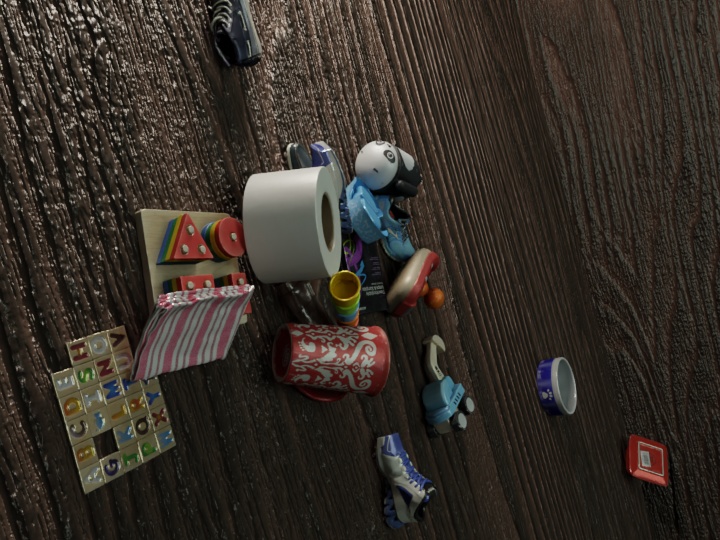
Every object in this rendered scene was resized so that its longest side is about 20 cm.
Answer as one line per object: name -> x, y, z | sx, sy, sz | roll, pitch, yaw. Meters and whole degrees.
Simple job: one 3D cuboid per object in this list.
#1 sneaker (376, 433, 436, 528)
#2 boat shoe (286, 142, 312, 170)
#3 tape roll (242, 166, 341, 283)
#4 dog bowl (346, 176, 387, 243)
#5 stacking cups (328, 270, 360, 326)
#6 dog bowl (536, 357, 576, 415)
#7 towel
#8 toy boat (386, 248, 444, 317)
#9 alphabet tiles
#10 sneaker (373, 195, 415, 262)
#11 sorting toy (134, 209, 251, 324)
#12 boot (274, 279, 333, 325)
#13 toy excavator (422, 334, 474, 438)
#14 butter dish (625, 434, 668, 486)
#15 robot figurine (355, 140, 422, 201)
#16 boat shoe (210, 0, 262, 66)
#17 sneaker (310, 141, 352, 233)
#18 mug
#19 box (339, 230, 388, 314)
sneaker -> 0.108, 0.456, 1.448 | 0.080, 0.113, 0.204 | 0, 79, -58
boat shoe -> -0.094, -0.187, 1.435 | 0.075, 0.061, 0.203 | -44, 115, -51
tape roll -> -0.122, -0.083, 1.229 | 0.203, 0.136, 0.208 | -5, 90, -80
dog bowl -> 0.007, -0.135, 1.513 | 0.112, 0.049, 0.201 | 49, 16, -29
stacking cups -> -0.027, 0.067, 1.282 | 0.201, 0.059, 0.062 | 88, 4, -67
dog bowl -> 0.712, 0.422, 2.404 | 0.199, 0.078, 0.205 | 26, 57, -49
towel -> -0.256, 0.096, 1.031 | 0.198, 0.030, 0.148 | -7, 129, -55
toy boat -> 0.150, 0.044, 1.630 | 0.130, 0.131, 0.201 | 35, 45, -6
alphabet tiles -> -0.357, 0.190, 0.962 | 0.166, 0.007, 0.205 | -19, 95, -56
sneaker -> 0.090, -0.103, 1.654 | 0.201, 0.088, 0.079 | 57, 38, -31
sorting toy -> -0.263, -0.005, 1.114 | 0.198, 0.069, 0.204 | -3, 81, -56
boot -> -0.077, 0.074, 1.367 | 0.186, 0.064, 0.203 | -41, 110, -40
toy excavator -> 0.204, 0.291, 1.694 | 0.202, 0.099, 0.195 | 59, 35, -11
butter dish -> 1.301, 0.891, 3.067 | 0.195, 0.149, 0.203 | 18, 57, -6
robot figurine -> 0.073, -0.246, 1.646 | 0.198, 0.148, 0.128 | 16, 78, -53
boat shoe -> -0.259, -0.493, 1.285 | 0.203, 0.073, 0.093 | 67, 27, -16
sneaker -> -0.088, -0.151, 1.364 | 0.113, 0.081, 0.203 | -20, 117, -13
mug -> -0.064, 0.185, 1.259 | 0.196, 0.133, 0.181 | 9, 102, -27
box -> 0.000, 0.000, 1.533 | 0.142, 0.036, 0.205 | -5, 84, -56
